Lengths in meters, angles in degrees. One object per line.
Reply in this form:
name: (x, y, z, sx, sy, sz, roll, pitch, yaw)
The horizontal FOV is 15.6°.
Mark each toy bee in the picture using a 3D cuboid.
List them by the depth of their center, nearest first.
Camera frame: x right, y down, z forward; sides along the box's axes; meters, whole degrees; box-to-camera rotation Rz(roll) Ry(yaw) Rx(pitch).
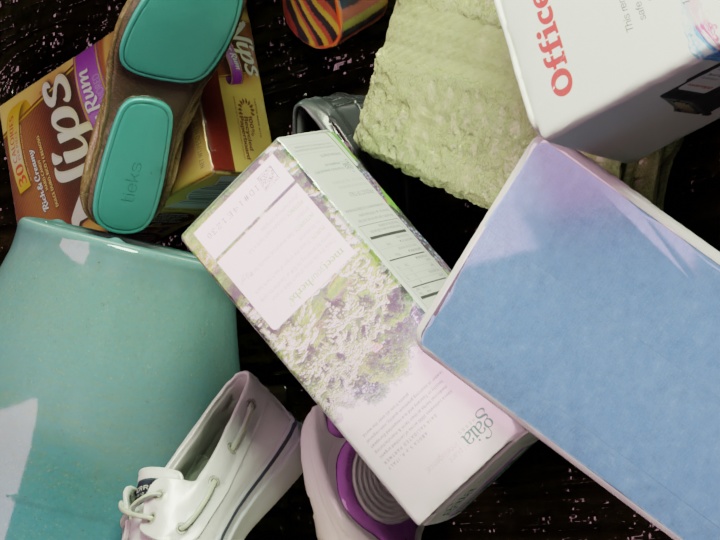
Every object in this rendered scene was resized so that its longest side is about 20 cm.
toy bee: (-0.020, -0.192, 1.412, 0.131, 0.200, 0.109, -47, 48, -6)

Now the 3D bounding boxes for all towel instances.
towel: (0.087, -0.099, 1.361, 0.199, 0.036, 0.149, 21, 99, 38)

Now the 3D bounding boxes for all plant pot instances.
plant pot: (-0.155, 0.073, 1.527, 0.199, 0.199, 0.189, 15, 93, 48)

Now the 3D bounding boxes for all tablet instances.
tablet: (0.133, 0.040, 1.263, 0.200, 0.014, 0.131, 36, 111, 14)

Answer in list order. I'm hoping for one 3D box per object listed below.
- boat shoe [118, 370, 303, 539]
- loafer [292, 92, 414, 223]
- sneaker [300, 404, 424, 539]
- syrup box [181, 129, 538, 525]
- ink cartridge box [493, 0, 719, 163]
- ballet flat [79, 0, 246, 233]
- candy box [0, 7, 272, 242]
boat shoe: (-0.102, 0.135, 1.421, 0.073, 0.200, 0.067, -19, 115, 43)
loafer: (0.000, 0.000, 1.440, 0.068, 0.070, 0.202, -26, 69, 45)
sneaker: (-0.002, 0.169, 1.429, 0.100, 0.075, 0.201, -39, 59, 39)
syrup box: (0.008, 0.028, 1.360, 0.079, 0.081, 0.200, -44, 80, 18)
ink cartridge box: (0.163, -0.159, 1.230, 0.199, 0.083, 0.147, -27, 68, 32)
ballet flat: (-0.116, -0.117, 1.506, 0.072, 0.067, 0.201, -105, 29, -56)
candy box: (-0.140, -0.080, 1.616, 0.200, 0.056, 0.117, -27, 69, 46)
